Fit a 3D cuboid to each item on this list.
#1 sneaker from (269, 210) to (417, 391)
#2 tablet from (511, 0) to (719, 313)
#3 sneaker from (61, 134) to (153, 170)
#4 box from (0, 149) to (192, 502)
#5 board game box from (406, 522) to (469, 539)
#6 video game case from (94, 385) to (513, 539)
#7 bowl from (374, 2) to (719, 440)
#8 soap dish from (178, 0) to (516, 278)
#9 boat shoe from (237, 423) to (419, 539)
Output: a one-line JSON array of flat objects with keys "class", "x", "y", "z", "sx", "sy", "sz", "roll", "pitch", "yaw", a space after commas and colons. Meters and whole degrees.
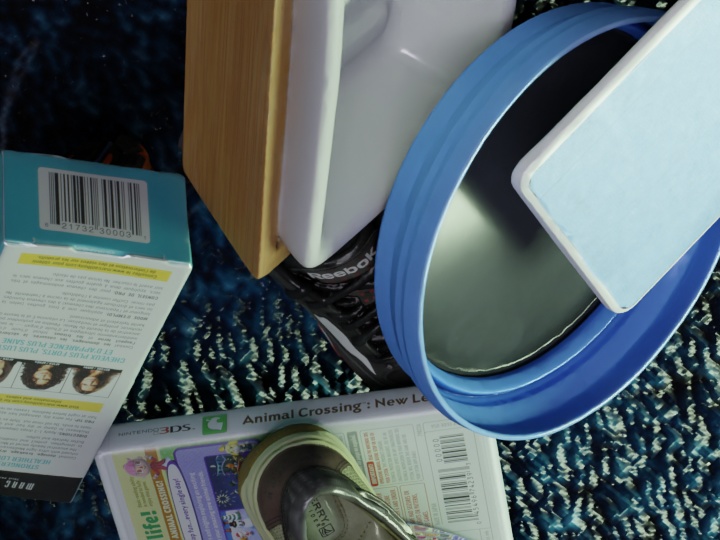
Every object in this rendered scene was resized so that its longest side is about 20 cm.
[{"class": "sneaker", "x": 0.000, "y": 0.000, "z": 1.263, "sx": 0.071, "sy": 0.098, "sz": 0.200, "roll": -25, "pitch": 113, "yaw": 10}, {"class": "tablet", "x": 0.155, "y": -0.080, "z": 1.194, "sx": 0.200, "sy": 0.014, "sz": 0.130, "roll": -45, "pitch": 142, "yaw": -3}, {"class": "sneaker", "x": -0.172, "y": 0.016, "z": 1.291, "sx": 0.200, "sy": 0.075, "sz": 0.078, "roll": -24, "pitch": 115, "yaw": 14}, {"class": "box", "x": -0.140, "y": 0.029, "z": 1.219, "sx": 0.082, "sy": 0.049, "sz": 0.200, "roll": 8, "pitch": 144, "yaw": -19}, {"class": "board game box", "x": -0.002, "y": 0.203, "z": 1.355, "sx": 0.200, "sy": 0.039, "sz": 0.158, "roll": -27, "pitch": 128, "yaw": 22}, {"class": "video game case", "x": -0.018, "y": 0.137, "z": 1.338, "sx": 0.182, "sy": 0.022, "sz": 0.200, "roll": -7, "pitch": 132, "yaw": 5}, {"class": "bowl", "x": 0.087, "y": -0.024, "z": 1.219, "sx": 0.201, "sy": 0.039, "sz": 0.201, "roll": -26, "pitch": 131, "yaw": -33}, {"class": "soap dish", "x": -0.003, "y": -0.114, "z": 1.133, "sx": 0.081, "sy": 0.157, "sz": 0.200, "roll": 31, "pitch": 143, "yaw": 21}, {"class": "boat shoe", "x": 0.014, "y": 0.158, "z": 1.274, "sx": 0.072, "sy": 0.066, "sz": 0.201, "roll": -34, "pitch": 116, "yaw": 1}]
